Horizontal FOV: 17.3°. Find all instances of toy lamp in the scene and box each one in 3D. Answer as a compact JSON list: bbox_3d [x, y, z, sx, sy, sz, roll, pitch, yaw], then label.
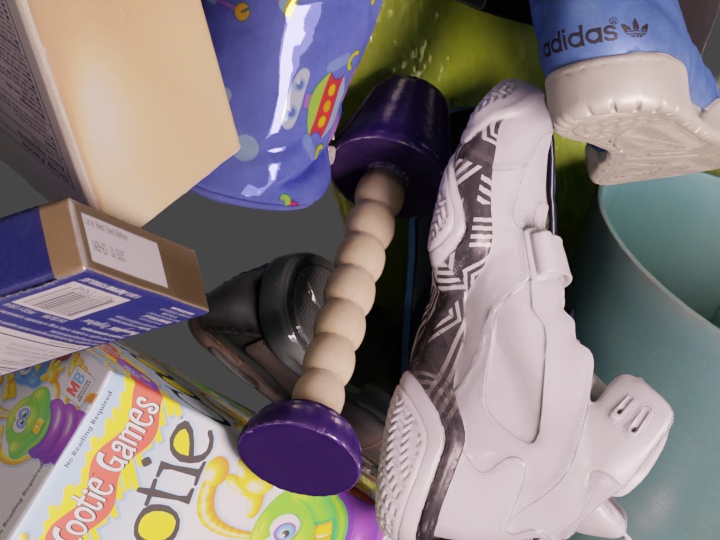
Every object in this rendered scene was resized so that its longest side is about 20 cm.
[{"bbox_3d":[0.000,0.000,1.001,0.058,0.058,0.201,54,40,-41],"label":"toy lamp"}]

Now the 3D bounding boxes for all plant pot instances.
[{"bbox_3d":[0.168,0.070,1.142,0.200,0.201,0.161,5,122,-39],"label":"plant pot"}]

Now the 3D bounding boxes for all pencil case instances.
[{"bbox_3d":[-0.022,-0.120,0.969,0.087,0.078,0.201,9,106,-41],"label":"pencil case"}]

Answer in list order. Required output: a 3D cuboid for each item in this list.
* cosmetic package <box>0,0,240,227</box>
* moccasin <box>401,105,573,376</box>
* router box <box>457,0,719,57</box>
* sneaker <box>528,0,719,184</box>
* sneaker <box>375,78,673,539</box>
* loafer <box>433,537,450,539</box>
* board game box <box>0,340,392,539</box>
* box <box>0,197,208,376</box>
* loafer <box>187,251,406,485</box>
[{"bbox_3d":[-0.116,-0.116,0.854,0.071,0.105,0.200,-38,144,-20],"label":"cosmetic package"},{"bbox_3d":[0.060,0.026,1.066,0.080,0.068,0.201,-10,94,-47],"label":"moccasin"},{"bbox_3d":[0.124,-0.202,1.059,0.149,0.051,0.201,9,106,-42],"label":"router box"},{"bbox_3d":[0.116,-0.103,1.016,0.200,0.076,0.112,19,62,-70],"label":"sneaker"},{"bbox_3d":[0.080,0.025,0.995,0.075,0.114,0.201,51,52,-81],"label":"sneaker"},{"bbox_3d":[0.082,0.156,1.191,0.199,0.073,0.072,12,102,-41],"label":"loafer"},{"bbox_3d":[-0.089,0.100,1.010,0.200,0.103,0.105,31,91,-43],"label":"board game box"},{"bbox_3d":[-0.169,0.024,0.874,0.199,0.033,0.121,-19,167,13],"label":"box"},{"bbox_3d":[-0.003,0.053,1.094,0.200,0.063,0.072,44,46,-45],"label":"loafer"}]
